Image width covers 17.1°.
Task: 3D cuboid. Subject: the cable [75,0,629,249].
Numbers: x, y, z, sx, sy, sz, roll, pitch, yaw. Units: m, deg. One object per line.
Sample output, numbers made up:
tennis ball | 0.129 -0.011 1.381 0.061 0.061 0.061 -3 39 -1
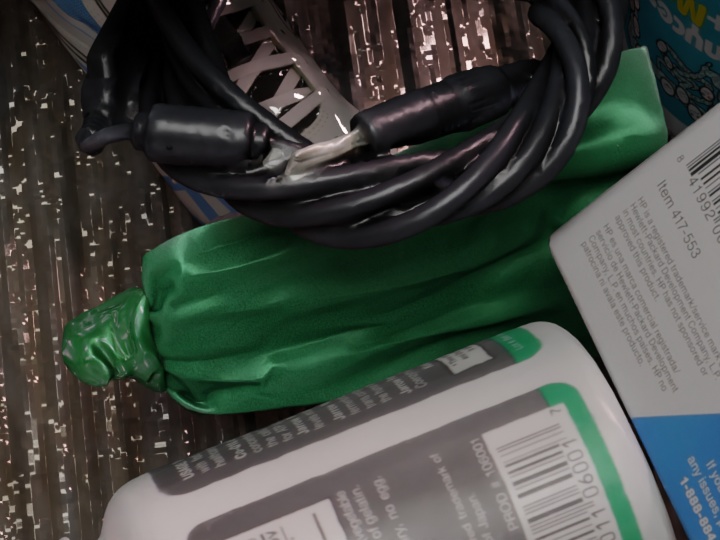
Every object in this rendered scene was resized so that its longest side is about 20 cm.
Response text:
cable | 0.006 -0.089 0.757 0.162 0.051 0.200 7 44 17

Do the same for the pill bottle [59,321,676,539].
pill bottle | -0.011 0.100 0.735 0.199 0.113 0.114 -20 70 -9

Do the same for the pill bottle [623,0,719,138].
pill bottle | 0.141 -0.103 0.768 0.110 0.200 0.111 -2 61 3

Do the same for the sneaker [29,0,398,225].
sneaker | -0.054 -0.075 0.826 0.072 0.073 0.200 -40 76 -17

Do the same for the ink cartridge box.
ink cartridge box | 0.173 -0.001 0.691 0.200 0.086 0.147 -38 58 24

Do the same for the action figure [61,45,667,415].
action figure | 0.000 0.000 0.771 0.199 0.119 0.055 -16 30 -15
